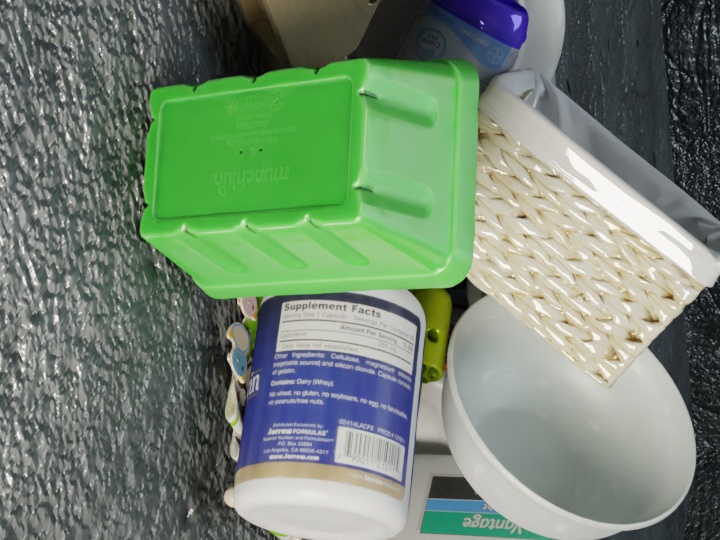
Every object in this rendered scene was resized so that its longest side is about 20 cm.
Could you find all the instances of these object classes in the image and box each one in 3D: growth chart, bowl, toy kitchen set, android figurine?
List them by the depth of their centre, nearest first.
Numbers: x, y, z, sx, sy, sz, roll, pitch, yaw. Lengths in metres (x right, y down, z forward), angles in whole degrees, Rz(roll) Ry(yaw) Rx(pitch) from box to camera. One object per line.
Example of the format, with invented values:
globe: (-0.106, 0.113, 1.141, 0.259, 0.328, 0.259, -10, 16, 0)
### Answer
growth chart: (-0.064, 0.083, 1.055, 0.145, 0.018, 0.202, 44, 48, -64)
toy kitchen set: (0.005, -0.215, 1.060, 0.163, 0.199, 0.181, 51, -12, 41)
bowl: (0.134, 0.118, 1.089, 0.091, 0.200, 0.202, -57, -172, 42)
android figurine: (0.014, 0.069, 1.124, 0.182, 0.041, 0.202, 132, -27, -53)

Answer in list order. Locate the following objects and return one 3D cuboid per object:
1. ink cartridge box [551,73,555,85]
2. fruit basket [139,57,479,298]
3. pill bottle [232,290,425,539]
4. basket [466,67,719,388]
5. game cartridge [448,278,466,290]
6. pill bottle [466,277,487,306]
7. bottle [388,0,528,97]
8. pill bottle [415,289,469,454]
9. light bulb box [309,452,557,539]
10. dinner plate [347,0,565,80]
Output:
ink cartridge box: (0.074, -0.167, 1.264, 0.200, 0.146, 0.146, -46, 133, -64)
fruit basket: (-0.010, -0.061, 0.926, 0.215, 0.213, 0.157, 28, 64, -69)
pill bottle: (-0.016, 0.069, 0.994, 0.116, 0.114, 0.202, 54, 40, -61)
basket: (0.145, -0.031, 1.051, 0.124, 0.200, 0.135, -52, 173, 19)
game cartridge: (0.122, 0.044, 1.591, 0.130, 0.038, 0.202, 61, 34, -48)
pill bottle: (0.146, 0.003, 1.286, 0.200, 0.110, 0.112, -71, 157, -72)
bottle: (0.045, -0.116, 1.101, 0.201, 0.083, 0.065, -61, -178, 17)
pill bottle: (0.067, 0.095, 1.295, 0.200, 0.113, 0.115, -49, 136, -64)
light bulb box: (0.077, 0.254, 1.197, 0.125, 0.196, 0.201, -73, 156, -46)
dinner plate: (0.055, -0.182, 1.127, 0.024, 0.198, 0.202, -87, 171, -71)
